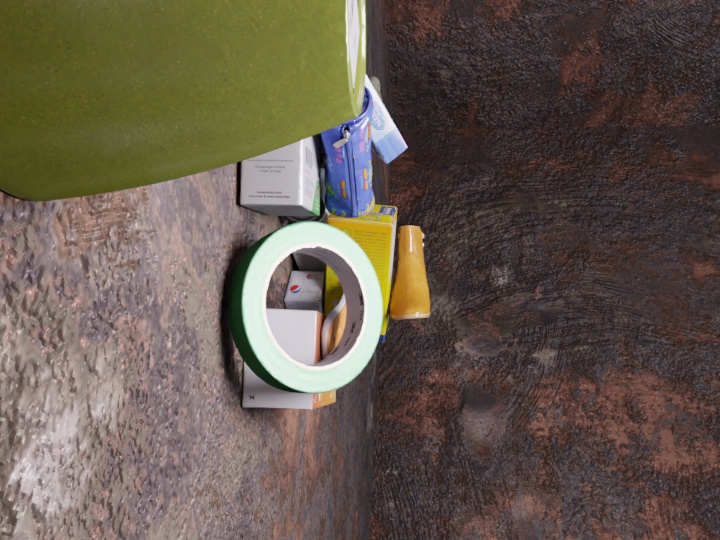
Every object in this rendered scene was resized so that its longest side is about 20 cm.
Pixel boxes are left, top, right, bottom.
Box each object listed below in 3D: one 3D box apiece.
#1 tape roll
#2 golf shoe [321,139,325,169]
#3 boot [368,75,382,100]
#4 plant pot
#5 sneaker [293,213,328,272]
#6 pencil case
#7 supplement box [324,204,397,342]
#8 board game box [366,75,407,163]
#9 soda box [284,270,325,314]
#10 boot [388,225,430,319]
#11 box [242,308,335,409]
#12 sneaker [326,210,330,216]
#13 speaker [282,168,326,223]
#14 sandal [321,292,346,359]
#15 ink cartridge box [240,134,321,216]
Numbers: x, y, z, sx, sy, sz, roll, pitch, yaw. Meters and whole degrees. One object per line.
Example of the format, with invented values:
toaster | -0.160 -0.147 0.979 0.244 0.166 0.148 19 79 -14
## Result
tape roll | -0.063 0.045 0.759 0.048 0.196 0.207 -12 -107 56
golf shoe | -0.058 -0.235 0.971 0.078 0.095 0.205 -39 -127 40
boot | 0.040 -0.530 2.069 0.156 0.070 0.205 -78 163 -61
plant pot | -0.097 -0.135 0.350 0.187 0.193 0.194 2 90 -83
sneaker | -0.084 -0.053 1.103 0.117 0.071 0.205 -94 -177 -54
pencil case | -0.019 -0.156 0.842 0.202 0.075 0.089 87 0 -54
supplement box | 0.000 0.000 1.045 0.109 0.106 0.206 -69 163 -69
board game box | -0.019 -0.273 0.919 0.201 0.043 0.201 54 3 -26
soda box | -0.085 0.097 1.095 0.069 0.062 0.204 -82 171 -45
boot | 0.080 -0.001 1.048 0.201 0.068 0.149 -66 155 -82
box | -0.093 0.127 0.885 0.200 0.094 0.129 52 40 -79
sneaker | -0.060 -0.095 1.234 0.201 0.073 0.091 81 12 -62
speaker | -0.081 -0.170 1.007 0.083 0.078 0.204 85 9 -46
sandal | -0.004 0.075 0.900 0.207 0.057 0.082 -56 148 -64
ink cartridge box | -0.100 -0.180 0.815 0.146 0.081 0.207 8 84 -85
